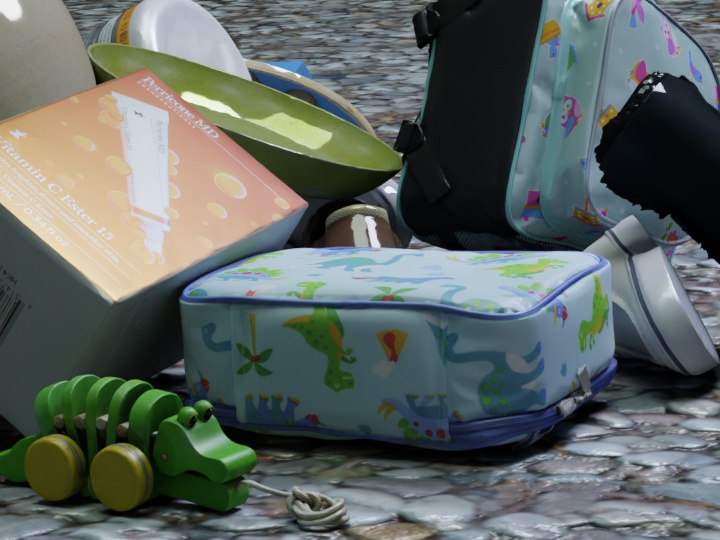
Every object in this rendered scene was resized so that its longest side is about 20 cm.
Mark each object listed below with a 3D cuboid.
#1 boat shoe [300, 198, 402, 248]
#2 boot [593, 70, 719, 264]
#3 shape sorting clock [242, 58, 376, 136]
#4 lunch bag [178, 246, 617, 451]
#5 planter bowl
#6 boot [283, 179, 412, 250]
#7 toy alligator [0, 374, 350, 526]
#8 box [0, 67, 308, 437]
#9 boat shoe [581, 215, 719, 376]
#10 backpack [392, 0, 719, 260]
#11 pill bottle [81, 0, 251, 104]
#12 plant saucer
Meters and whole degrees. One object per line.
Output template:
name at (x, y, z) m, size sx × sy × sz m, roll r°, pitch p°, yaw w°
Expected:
boat shoe at (-0.006, 0.000, 1.687) m, size 0.074 × 0.075 × 0.202 m, roll -4°, pitch 11°, yaw -7°
boot at (0.196, -0.027, 1.556) m, size 0.168 × 0.076 × 0.200 m, roll 40°, pitch 10°, yaw 2°
shape sorting clock at (-0.086, -0.090, 2.028) m, size 0.199 × 0.039 × 0.200 m, roll 9°, pitch -30°, yaw 6°
lunch bag at (0.023, 0.034, 1.496) m, size 0.199 × 0.083 × 0.161 m, roll 2°, pitch 13°, yaw 24°
planter bowl at (-0.225, -0.073, 1.693) m, size 0.200 × 0.135 × 0.200 m, roll -42°, pitch -4°, yaw -4°
boot at (-0.066, -0.019, 1.849) m, size 0.200 × 0.074 × 0.095 m, roll -4°, pitch 14°, yaw 43°
toy alligator at (-0.090, 0.079, 1.367) m, size 0.199 × 0.054 × 0.059 m, roll 5°, pitch 14°, yaw 34°
box at (-0.139, -0.013, 1.536) m, size 0.124 × 0.098 × 0.200 m, roll 40°, pitch 29°, yaw 12°
boat shoe at (0.140, 0.022, 1.599) m, size 0.070 × 0.071 × 0.200 m, roll -30°, pitch 15°, yaw 3°
backpack at (0.130, -0.080, 1.773) m, size 0.153 × 0.176 × 0.200 m, roll 1°, pitch -14°, yaw 28°
pill bottle at (-0.174, -0.087, 1.921) m, size 0.200 × 0.117 × 0.116 m, roll -27°, pitch -1°, yaw 28°
plant saucer at (-0.072, -0.084, 1.757) m, size 0.199 × 0.031 × 0.200 m, roll 20°, pitch 11°, yaw -4°
